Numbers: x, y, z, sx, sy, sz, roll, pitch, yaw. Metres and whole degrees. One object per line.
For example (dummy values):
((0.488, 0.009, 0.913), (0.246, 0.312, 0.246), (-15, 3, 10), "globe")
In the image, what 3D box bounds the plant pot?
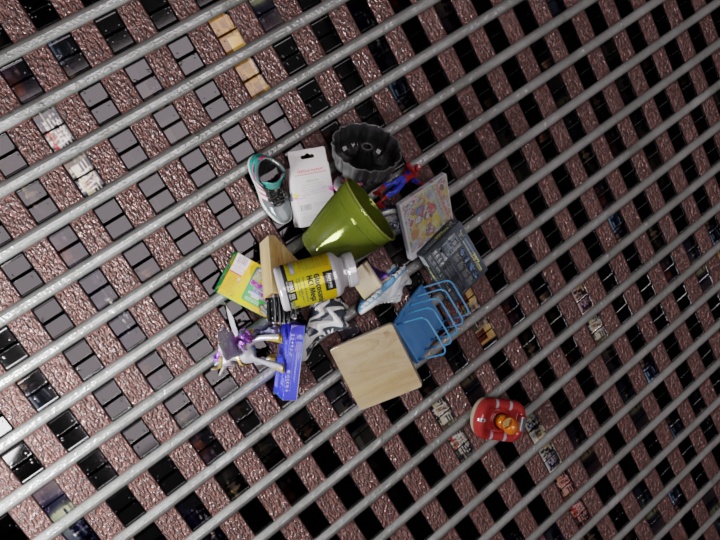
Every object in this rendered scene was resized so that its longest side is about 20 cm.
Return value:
((-0.044, -0.103, 1.635), (0.192, 0.201, 0.201), (-37, 107, 13), "plant pot")

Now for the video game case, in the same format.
((0.191, -0.154, 1.805), (0.181, 0.023, 0.202), (-35, 132, -21), "video game case")

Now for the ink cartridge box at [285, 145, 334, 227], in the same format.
((-0.138, -0.227, 1.707), (0.115, 0.067, 0.204), (-13, 99, -20), "ink cartridge box")

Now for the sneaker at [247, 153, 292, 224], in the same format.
((-0.226, -0.216, 1.647), (0.083, 0.120, 0.202), (-31, 104, -16), "sneaker")

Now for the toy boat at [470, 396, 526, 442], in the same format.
((0.441, 0.469, 1.939), (0.197, 0.130, 0.133), (11, 89, -21), "toy boat")

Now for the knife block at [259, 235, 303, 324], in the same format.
((-0.222, 0.037, 1.617), (0.200, 0.064, 0.176), (46, 54, -10), "knife block")

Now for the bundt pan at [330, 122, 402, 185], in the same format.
((0.012, -0.312, 1.715), (0.198, 0.076, 0.204), (7, 51, -8), "bundt pan")

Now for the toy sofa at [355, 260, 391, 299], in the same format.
((0.000, 0.000, 1.704), (0.097, 0.200, 0.083), (-38, 107, -6), "toy sofa")

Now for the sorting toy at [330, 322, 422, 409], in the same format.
((0.048, 0.262, 1.770), (0.198, 0.070, 0.201), (-24, 101, 17), "sorting toy")

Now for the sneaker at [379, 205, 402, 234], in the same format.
((0.107, -0.145, 1.801), (0.197, 0.077, 0.087), (-8, 103, -23), "sneaker")

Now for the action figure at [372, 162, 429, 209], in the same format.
((0.132, -0.245, 1.776), (0.200, 0.098, 0.066), (-45, 139, -34), "action figure")

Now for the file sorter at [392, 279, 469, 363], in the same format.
((0.206, 0.139, 1.788), (0.140, 0.122, 0.200), (56, 43, -14), "file sorter")

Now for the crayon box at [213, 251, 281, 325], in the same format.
((-0.276, 0.049, 1.679), (0.198, 0.058, 0.120), (30, 83, -20), "crayon box")

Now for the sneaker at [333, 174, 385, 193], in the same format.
((0.004, -0.237, 1.769), (0.198, 0.079, 0.096), (-25, 139, -29), "sneaker")

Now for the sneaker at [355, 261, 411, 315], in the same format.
((0.074, 0.071, 1.808), (0.199, 0.075, 0.087), (-41, 112, -13), "sneaker")

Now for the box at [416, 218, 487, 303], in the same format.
((0.276, -0.027, 1.868), (0.158, 0.051, 0.201), (-43, 119, -12), "box")

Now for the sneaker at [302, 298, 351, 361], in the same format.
((-0.094, 0.168, 1.744), (0.128, 0.079, 0.202), (20, 77, -12), "sneaker")

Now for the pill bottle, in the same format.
((-0.108, 0.021, 1.543), (0.197, 0.112, 0.114), (-16, 99, -8), "pill bottle")

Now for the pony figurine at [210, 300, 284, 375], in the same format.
((-0.303, 0.192, 1.631), (0.196, 0.167, 0.196), (-3, 120, 0), "pony figurine")

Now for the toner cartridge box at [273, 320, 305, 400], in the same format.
((-0.194, 0.241, 1.704), (0.042, 0.095, 0.204), (6, 92, -22), "toner cartridge box")
